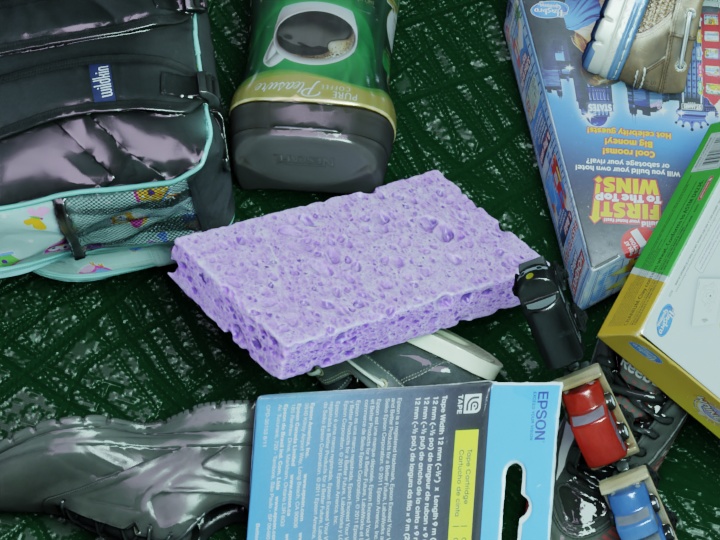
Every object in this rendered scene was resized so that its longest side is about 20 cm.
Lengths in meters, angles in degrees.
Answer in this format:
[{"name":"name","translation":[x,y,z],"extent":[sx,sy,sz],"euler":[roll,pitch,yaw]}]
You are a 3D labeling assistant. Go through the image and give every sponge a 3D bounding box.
[{"name":"sponge","translation":[0.000,0.000,1.682],"extent":[0.200,0.030,0.112],"euler":[-16,44,-36]}]

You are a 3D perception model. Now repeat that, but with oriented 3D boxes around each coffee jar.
[{"name":"coffee jar","translation":[-0.024,-0.144,1.774],"extent":[0.104,0.085,0.201],"euler":[4,69,5]}]

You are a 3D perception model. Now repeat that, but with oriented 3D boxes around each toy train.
[{"name":"toy train","translation":[0.133,0.085,1.598],"extent":[0.034,0.046,0.200],"euler":[-22,108,11]}]

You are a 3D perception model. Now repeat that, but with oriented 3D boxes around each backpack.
[{"name":"backpack","translation":[-0.180,-0.082,1.703],"extent":[0.199,0.153,0.176],"euler":[-8,62,-3]}]

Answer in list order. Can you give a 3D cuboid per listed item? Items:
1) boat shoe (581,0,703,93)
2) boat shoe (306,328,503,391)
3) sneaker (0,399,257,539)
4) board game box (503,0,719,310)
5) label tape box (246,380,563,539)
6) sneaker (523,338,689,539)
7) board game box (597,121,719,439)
[{"name":"boat shoe","translation":[0.200,-0.200,1.697],"extent":[0.072,0.072,0.200],"euler":[22,99,-2]},{"name":"boat shoe","translation":[-0.015,0.041,1.717],"extent":[0.200,0.072,0.068],"euler":[27,100,19]},{"name":"sneaker","translation":[-0.135,0.130,1.692],"extent":[0.199,0.076,0.091],"euler":[-7,74,4]},{"name":"board game box","translation":[0.186,-0.072,1.733],"extent":[0.199,0.062,0.200],"euler":[4,64,-3]},{"name":"label tape box","translation":[0.033,0.140,1.615],"extent":[0.200,0.066,0.144],"euler":[-4,73,31]},{"name":"sneaker","translation":[0.152,0.088,1.669],"extent":[0.071,0.098,0.201],"euler":[27,76,12]},{"name":"board game box","translation":[0.247,0.032,1.646],"extent":[0.200,0.040,0.153],"euler":[40,68,-22]}]
